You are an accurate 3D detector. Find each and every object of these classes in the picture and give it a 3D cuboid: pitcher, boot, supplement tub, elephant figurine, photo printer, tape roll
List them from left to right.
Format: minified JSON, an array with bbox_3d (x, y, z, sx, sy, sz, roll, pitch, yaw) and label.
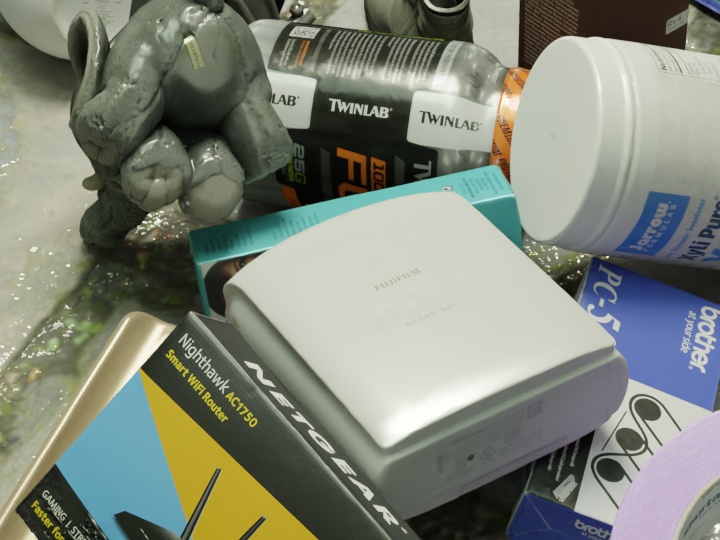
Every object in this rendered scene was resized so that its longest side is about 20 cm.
[{"bbox_3d":[-0.200,-0.233,1.666,0.171,0.122,0.200,-6,27,-25],"label":"pitcher"},{"bbox_3d":[-0.134,-0.102,1.397,0.155,0.142,0.200,-44,19,-10],"label":"elephant figurine"},{"bbox_3d":[0.015,-0.095,1.470,0.199,0.123,0.123,8,42,15],"label":"supplement tub"},{"bbox_3d":[0.028,0.036,1.257,0.166,0.070,0.200,-22,43,-21],"label":"photo printer"},{"bbox_3d":[0.048,-0.199,1.580,0.067,0.131,0.200,-11,41,-9],"label":"boot"},{"bbox_3d":[0.206,-0.067,1.374,0.199,0.132,0.132,5,37,-20],"label":"supplement tub"},{"bbox_3d":[0.225,0.168,1.149,0.199,0.066,0.201,-2,60,4],"label":"tape roll"}]

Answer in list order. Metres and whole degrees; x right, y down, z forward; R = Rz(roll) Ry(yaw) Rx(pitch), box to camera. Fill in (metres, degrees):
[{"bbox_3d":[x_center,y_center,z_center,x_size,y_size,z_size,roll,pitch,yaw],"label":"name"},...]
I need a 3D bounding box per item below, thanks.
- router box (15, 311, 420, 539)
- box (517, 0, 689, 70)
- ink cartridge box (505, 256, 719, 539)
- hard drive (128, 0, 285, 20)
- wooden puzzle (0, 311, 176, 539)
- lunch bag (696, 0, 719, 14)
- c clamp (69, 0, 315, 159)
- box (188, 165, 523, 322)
[{"bbox_3d":[-0.066,0.144,1.159,0.149,0.051,0.200,-48,67,10],"label":"router box"},{"bbox_3d":[0.164,-0.180,1.494,0.100,0.201,0.075,-29,47,-26],"label":"box"},{"bbox_3d":[0.152,0.085,1.293,0.094,0.044,0.200,21,44,0],"label":"ink cartridge box"},{"bbox_3d":[-0.098,-0.209,1.562,0.135,0.200,0.042,-34,70,-30],"label":"hard drive"},{"bbox_3d":[-0.082,0.128,1.270,0.199,0.046,0.186,18,56,17],"label":"wooden puzzle"},{"bbox_3d":[0.319,-0.237,1.650,0.150,0.094,0.200,-30,35,-25],"label":"lunch bag"},{"bbox_3d":[-0.105,-0.126,1.517,0.200,0.171,0.027,-43,49,-18],"label":"c clamp"},{"bbox_3d":[0.000,0.000,1.381,0.199,0.083,0.049,-13,26,-6],"label":"box"}]
